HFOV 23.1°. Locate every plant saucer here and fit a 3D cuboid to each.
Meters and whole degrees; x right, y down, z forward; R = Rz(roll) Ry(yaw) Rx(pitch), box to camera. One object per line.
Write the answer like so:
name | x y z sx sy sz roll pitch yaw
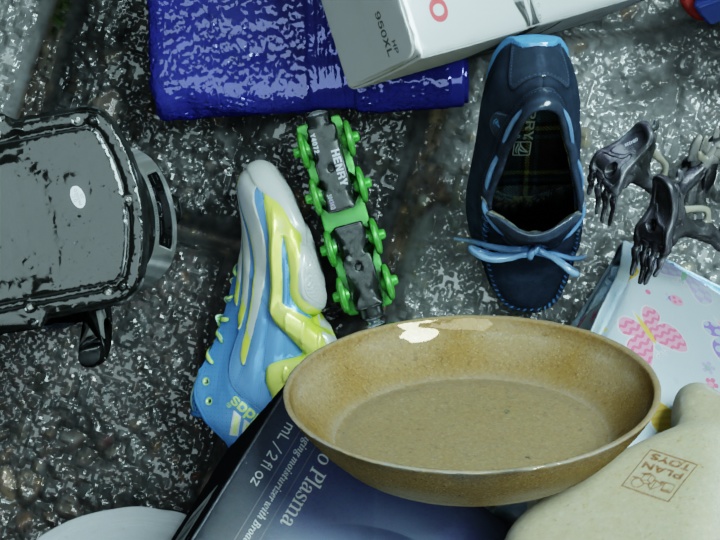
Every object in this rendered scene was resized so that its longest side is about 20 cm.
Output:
plant saucer | 0.058 0.076 0.927 0.198 0.201 0.036 -2 111 1

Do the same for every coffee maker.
coffee maker | -0.206 -0.029 1.011 0.190 0.200 0.136 13 89 -2

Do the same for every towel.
towel | -0.033 -0.167 1.087 0.197 0.050 0.150 -3 84 1

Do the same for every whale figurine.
whale figurine | 0.158 0.148 0.912 0.200 0.158 0.104 -48 135 -33

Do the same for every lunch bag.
lunch bag | 0.187 0.102 1.045 0.168 0.127 0.201 28 65 0

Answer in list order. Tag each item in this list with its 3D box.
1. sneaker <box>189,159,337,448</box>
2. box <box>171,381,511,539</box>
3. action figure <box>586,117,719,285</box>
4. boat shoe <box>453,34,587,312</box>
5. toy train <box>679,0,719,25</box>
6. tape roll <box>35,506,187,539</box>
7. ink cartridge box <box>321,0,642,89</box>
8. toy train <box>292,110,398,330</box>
sneaker | -0.066 0.040 1.072 0.104 0.076 0.202 -17 91 1
box | -0.019 0.203 0.963 0.198 0.123 0.201 35 55 -5
action figure | 0.226 -0.041 1.048 0.198 0.119 0.103 -5 132 -33
boat shoe | 0.091 -0.041 1.020 0.083 0.069 0.201 -8 135 5
toy train | 0.278 -0.198 1.068 0.116 0.084 0.201 46 55 -25
tape roll | -0.132 0.244 1.034 0.198 0.066 0.202 3 60 -5
ink cartridge box | 0.068 -0.203 1.020 0.198 0.084 0.146 -19 91 -31
toy train | 0.000 0.000 1.076 0.041 0.056 0.202 -15 95 1
